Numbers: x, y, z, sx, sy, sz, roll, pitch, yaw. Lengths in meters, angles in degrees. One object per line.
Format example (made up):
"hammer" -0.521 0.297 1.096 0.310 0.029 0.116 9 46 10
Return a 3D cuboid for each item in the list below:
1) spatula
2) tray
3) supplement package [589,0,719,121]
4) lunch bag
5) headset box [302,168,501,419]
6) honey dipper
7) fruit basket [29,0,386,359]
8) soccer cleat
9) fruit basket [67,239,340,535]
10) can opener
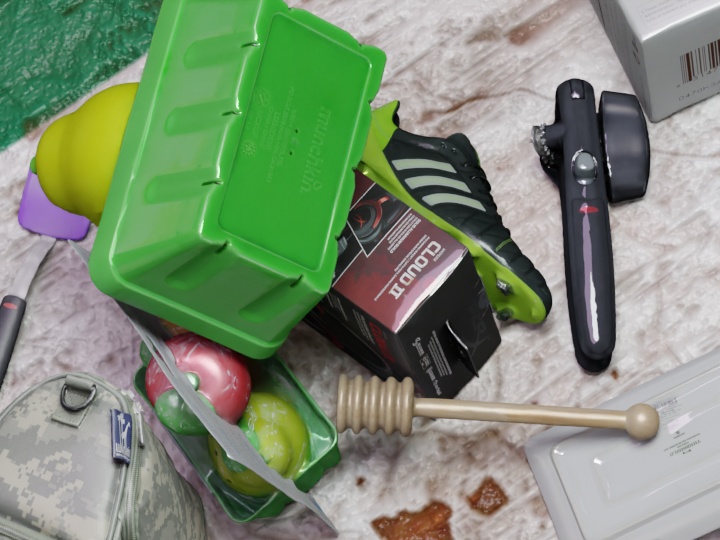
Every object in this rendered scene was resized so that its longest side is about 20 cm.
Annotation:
"spatula" -0.230 0.007 1.634 0.056 0.021 0.201 14 70 15
"tray" 0.203 0.108 1.475 0.200 0.022 0.108 -27 62 12
"supplement package" 0.203 -0.225 1.599 0.117 0.117 0.200 -23 64 1
"lunch bag" -0.173 0.166 1.449 0.139 0.200 0.168 18 71 18
"headset box" 0.000 0.000 1.519 0.200 0.149 0.075 36 78 23
"honey dipper" 0.085 0.088 1.473 0.199 0.038 0.038 4 66 1
"fruit basket" -0.098 -0.060 1.431 0.216 0.155 0.216 -41 36 39
"soccer cleat" 0.063 -0.043 1.576 0.081 0.068 0.200 -38 63 -22
"fruit basket" -0.098 0.079 1.476 0.094 0.200 0.185 -43 64 7
"can opener" 0.150 -0.033 1.552 0.078 0.063 0.201 -2 65 10
